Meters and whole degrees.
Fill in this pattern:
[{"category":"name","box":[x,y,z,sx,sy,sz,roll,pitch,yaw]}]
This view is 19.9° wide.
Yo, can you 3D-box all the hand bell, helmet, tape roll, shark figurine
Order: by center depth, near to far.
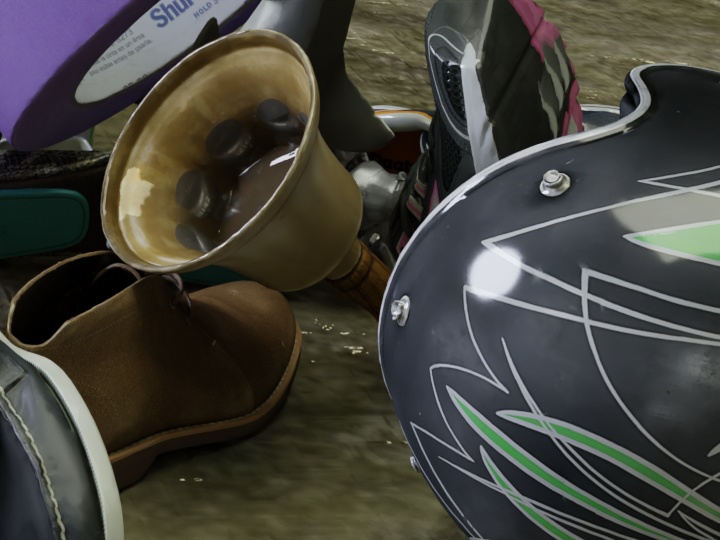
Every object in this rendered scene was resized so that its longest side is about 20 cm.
[{"category":"helmet","box":[0.112,0.034,0.718,0.199,0.201,0.191,17,30,19]},{"category":"hand bell","box":[0.000,0.000,0.830,0.200,0.104,0.104,38,-2,-41]},{"category":"shark figurine","box":[-0.016,-0.092,0.863,0.089,0.215,0.128,39,37,3]},{"category":"tape roll","box":[-0.089,-0.137,0.893,0.066,0.200,0.200,52,28,1]}]

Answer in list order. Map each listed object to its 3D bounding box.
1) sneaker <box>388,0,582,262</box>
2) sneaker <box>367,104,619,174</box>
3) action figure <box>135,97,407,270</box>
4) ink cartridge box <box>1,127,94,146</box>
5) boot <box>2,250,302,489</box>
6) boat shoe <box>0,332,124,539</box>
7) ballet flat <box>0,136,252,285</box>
[{"category":"sneaker","box":[0.047,-0.027,0.877,0.086,0.201,0.080,6,40,26]},{"category":"sneaker","box":[0.074,-0.046,1.064,0.199,0.079,0.079,2,13,13]},{"category":"action figure","box":[-0.039,-0.061,1.003,0.069,0.131,0.199,-35,38,-29]},{"category":"ink cartridge box","box":[-0.220,-0.093,1.067,0.116,0.068,0.200,-1,24,-23]},{"category":"boot","box":[-0.078,0.026,0.810,0.073,0.076,0.200,16,20,23]},{"category":"boat shoe","box":[-0.148,0.044,0.696,0.066,0.075,0.200,-3,42,-38]},{"category":"ballet flat","box":[-0.121,-0.037,0.957,0.199,0.068,0.075,3,37,-12]}]
